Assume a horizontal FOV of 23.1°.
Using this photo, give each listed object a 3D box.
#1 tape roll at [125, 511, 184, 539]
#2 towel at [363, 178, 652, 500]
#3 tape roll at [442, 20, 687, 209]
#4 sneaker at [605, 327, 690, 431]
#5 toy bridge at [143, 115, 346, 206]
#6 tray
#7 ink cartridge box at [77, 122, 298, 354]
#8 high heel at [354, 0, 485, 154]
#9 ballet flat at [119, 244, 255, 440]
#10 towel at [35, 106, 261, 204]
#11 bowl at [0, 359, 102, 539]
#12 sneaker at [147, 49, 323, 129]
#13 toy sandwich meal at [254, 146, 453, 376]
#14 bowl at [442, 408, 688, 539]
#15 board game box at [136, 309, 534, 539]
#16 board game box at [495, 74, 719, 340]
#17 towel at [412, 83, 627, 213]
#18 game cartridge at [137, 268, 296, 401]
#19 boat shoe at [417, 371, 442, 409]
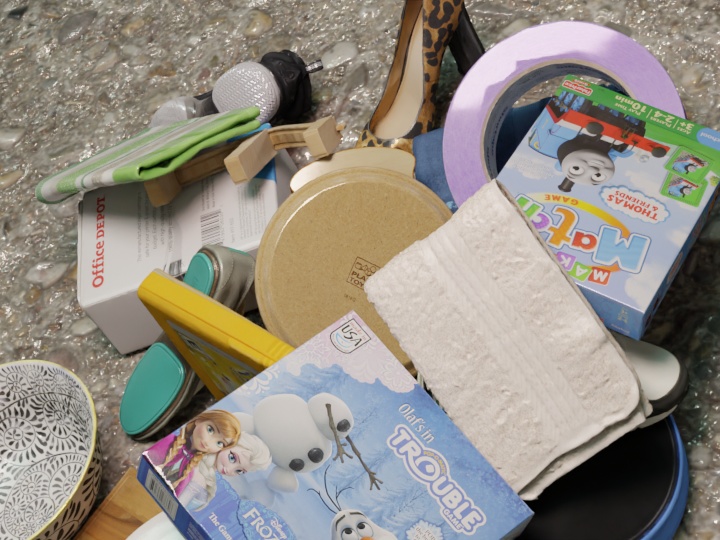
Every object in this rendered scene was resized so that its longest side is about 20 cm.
[{"bbox_3d":[-0.087,0.280,1.274,0.201,0.139,0.204,-5,60,10],"label":"tape roll"},{"bbox_3d":[0.103,0.053,1.252,0.132,0.034,0.201,-37,85,16],"label":"towel"},{"bbox_3d":[0.170,-0.100,1.449,0.198,0.066,0.202,-1,86,14],"label":"tape roll"},{"bbox_3d":[0.144,0.062,1.298,0.198,0.080,0.074,10,53,8],"label":"sneaker"},{"bbox_3d":[-0.095,-0.102,1.552,0.199,0.027,0.067,-14,20,31],"label":"toy bridge"},{"bbox_3d":[-0.149,0.244,1.435,0.199,0.037,0.099,24,68,40],"label":"tray"},{"bbox_3d":[-0.152,-0.029,1.618,0.199,0.086,0.147,-20,47,14],"label":"ink cartridge box"},{"bbox_3d":[0.029,-0.175,1.598,0.071,0.143,0.200,28,71,40],"label":"high heel"},{"bbox_3d":[-0.144,0.067,1.537,0.067,0.063,0.201,47,120,39],"label":"ballet flat"},{"bbox_3d":[-0.193,-0.100,1.599,0.149,0.031,0.199,-31,16,-33],"label":"towel"},{"bbox_3d":[-0.293,0.186,1.518,0.199,0.094,0.202,-15,49,18],"label":"bowl"},{"bbox_3d":[-0.116,-0.154,1.710,0.113,0.076,0.199,-27,2,-43],"label":"sneaker"},{"bbox_3d":[0.000,0.000,1.498,0.203,0.070,0.207,0,86,-1],"label":"toy sandwich meal"},{"bbox_3d":[0.145,0.144,1.312,0.199,0.040,0.202,-2,54,2],"label":"bowl"},{"bbox_3d":[-0.017,0.155,1.223,0.198,0.043,0.200,-33,71,-30],"label":"board game box"},{"bbox_3d":[0.181,-0.052,1.326,0.150,0.037,0.200,23,52,17],"label":"board game box"},{"bbox_3d":[0.146,-0.092,1.536,0.198,0.049,0.112,-13,54,17],"label":"towel"},{"bbox_3d":[-0.076,0.093,1.419,0.199,0.177,0.032,29,69,41],"label":"game cartridge"},{"bbox_3d":[0.070,0.132,1.388,0.071,0.062,0.201,-20,48,13],"label":"boat shoe"}]
